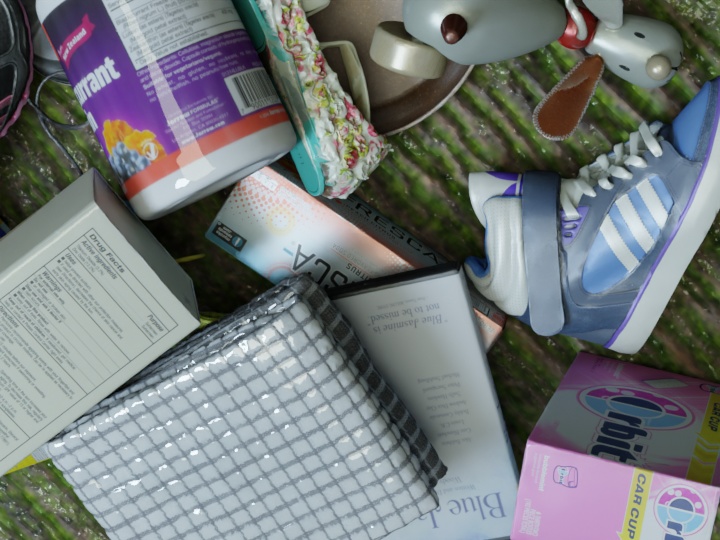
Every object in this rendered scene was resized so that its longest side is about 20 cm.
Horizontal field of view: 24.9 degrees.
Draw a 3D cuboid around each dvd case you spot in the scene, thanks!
[{"bbox_3d":[0.021,0.100,1.068,0.142,0.018,0.201,-12,111,13],"label":"dvd case"}]

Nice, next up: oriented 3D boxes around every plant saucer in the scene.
[{"bbox_3d":[-0.011,-0.184,1.056,0.199,0.034,0.202,2,104,9],"label":"plant saucer"}]

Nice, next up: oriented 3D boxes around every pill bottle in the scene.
[{"bbox_3d":[-0.129,-0.142,0.995,0.111,0.111,0.201,-26,91,15],"label":"pill bottle"}]

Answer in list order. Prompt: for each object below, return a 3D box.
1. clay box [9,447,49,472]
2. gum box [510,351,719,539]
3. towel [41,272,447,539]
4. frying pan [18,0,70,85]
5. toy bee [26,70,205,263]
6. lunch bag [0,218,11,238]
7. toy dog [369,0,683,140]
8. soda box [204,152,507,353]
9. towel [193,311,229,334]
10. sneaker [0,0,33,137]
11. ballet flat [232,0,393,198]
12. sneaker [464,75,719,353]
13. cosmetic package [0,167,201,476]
[{"bbox_3d":[-0.285,0.110,1.097,0.199,0.115,0.048,-18,64,-5],"label":"clay box"},{"bbox_3d":[0.172,0.116,1.022,0.113,0.200,0.067,12,107,14],"label":"gum box"},{"bbox_3d":[-0.070,0.114,1.016,0.199,0.086,0.166,-29,108,18],"label":"towel"},{"bbox_3d":[-0.172,-0.152,1.079,0.190,0.031,0.115,47,118,7],"label":"frying pan"},{"bbox_3d":[-0.181,-0.011,1.072,0.131,0.109,0.200,-32,115,1],"label":"toy bee"},{"bbox_3d":[-0.332,-0.006,1.133,0.161,0.082,0.200,-42,95,14],"label":"lunch bag"},{"bbox_3d":[0.106,-0.146,0.984,0.199,0.096,0.133,-7,120,-5],"label":"toy dog"},{"bbox_3d":[0.000,0.000,1.087,0.200,0.064,0.069,35,108,0],"label":"soda box"},{"bbox_3d":[-0.073,0.122,1.073,0.086,0.018,0.201,9,114,6],"label":"towel"},{"bbox_3d":[-0.267,-0.096,1.040,0.079,0.095,0.201,19,88,-2],"label":"sneaker"},{"bbox_3d":[-0.039,-0.142,1.030,0.064,0.076,0.201,-27,105,-16],"label":"ballet flat"},{"bbox_3d":[0.145,-0.052,1.039,0.146,0.081,0.201,22,112,-1],"label":"sneaker"},{"bbox_3d":[-0.206,0.043,0.988,0.200,0.073,0.104,-36,113,4],"label":"cosmetic package"}]
